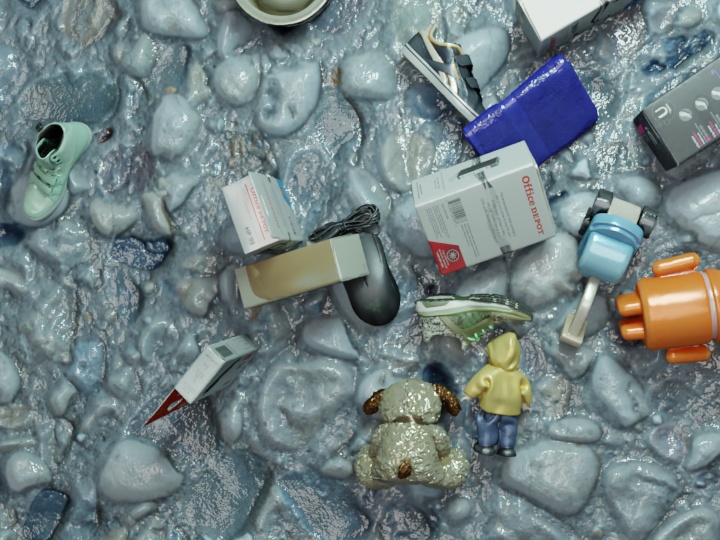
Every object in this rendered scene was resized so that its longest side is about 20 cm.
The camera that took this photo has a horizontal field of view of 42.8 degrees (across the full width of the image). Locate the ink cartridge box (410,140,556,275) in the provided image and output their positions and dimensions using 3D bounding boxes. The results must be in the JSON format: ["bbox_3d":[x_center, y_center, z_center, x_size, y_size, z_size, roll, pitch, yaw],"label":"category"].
[{"bbox_3d":[0.197,-0.099,1.468,0.198,0.084,0.145,-18,123,11],"label":"ink cartridge box"}]

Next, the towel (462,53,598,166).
[{"bbox_3d":[0.273,-0.238,1.478,0.199,0.050,0.148,-37,126,9],"label":"towel"}]

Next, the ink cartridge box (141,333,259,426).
[{"bbox_3d":[-0.261,0.191,1.531,0.043,0.200,0.174,40,98,6],"label":"ink cartridge box"}]

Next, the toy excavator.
[{"bbox_3d":[0.374,0.002,1.453,0.099,0.195,0.202,23,67,9],"label":"toy excavator"}]

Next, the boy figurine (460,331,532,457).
[{"bbox_3d":[0.223,0.201,1.506,0.122,0.064,0.203,4,90,-9],"label":"boy figurine"}]

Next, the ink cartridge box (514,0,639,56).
[{"bbox_3d":[0.348,-0.428,1.435,0.198,0.146,0.085,-29,88,11],"label":"ink cartridge box"}]

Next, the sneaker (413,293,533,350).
[{"bbox_3d":[0.186,0.087,1.519,0.197,0.077,0.090,1,101,17],"label":"sneaker"}]

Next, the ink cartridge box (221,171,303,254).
[{"bbox_3d":[-0.164,-0.092,1.508,0.066,0.200,0.117,-21,87,10],"label":"ink cartridge box"}]

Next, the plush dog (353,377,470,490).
[{"bbox_3d":[0.078,0.263,1.510,0.197,0.161,0.174,-2,67,11],"label":"plush dog"}]

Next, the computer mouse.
[{"bbox_3d":[0.000,0.000,1.554,0.137,0.053,0.202,-24,87,9],"label":"computer mouse"}]

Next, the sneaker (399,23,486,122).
[{"bbox_3d":[0.157,-0.320,1.507,0.079,0.078,0.200,-43,83,11],"label":"sneaker"}]

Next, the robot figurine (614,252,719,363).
[{"bbox_3d":[0.502,0.062,1.431,0.197,0.117,0.146,-9,62,11],"label":"robot figurine"}]

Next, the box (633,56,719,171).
[{"bbox_3d":[0.537,-0.255,1.414,0.199,0.122,0.107,-34,85,9],"label":"box"}]

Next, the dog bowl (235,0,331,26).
[{"bbox_3d":[-0.124,-0.508,1.558,0.197,0.074,0.203,0,90,10],"label":"dog bowl"}]

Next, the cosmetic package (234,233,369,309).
[{"bbox_3d":[-0.097,0.002,1.519,0.198,0.105,0.072,-16,88,27],"label":"cosmetic package"}]

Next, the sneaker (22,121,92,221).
[{"bbox_3d":[-0.562,-0.179,1.622,0.073,0.118,0.202,32,98,7],"label":"sneaker"}]
